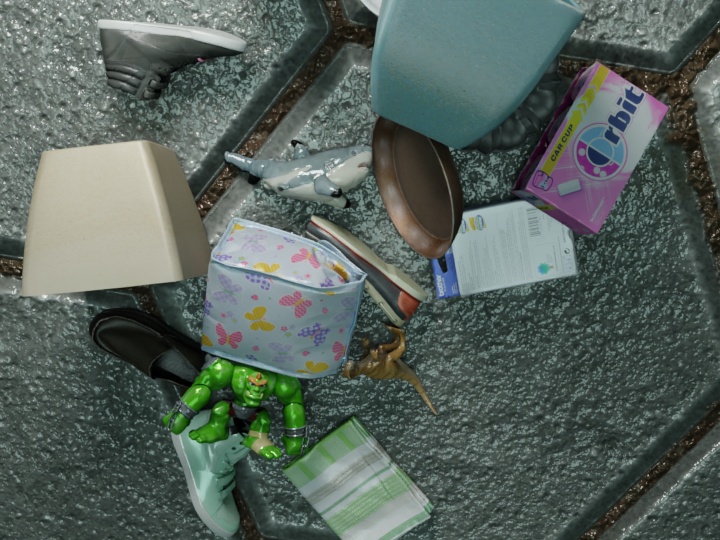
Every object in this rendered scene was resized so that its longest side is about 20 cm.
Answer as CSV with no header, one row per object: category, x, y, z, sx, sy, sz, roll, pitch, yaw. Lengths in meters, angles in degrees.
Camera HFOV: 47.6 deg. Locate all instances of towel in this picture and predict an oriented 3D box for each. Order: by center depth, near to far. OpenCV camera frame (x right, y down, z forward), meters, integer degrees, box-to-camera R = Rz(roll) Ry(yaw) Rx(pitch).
towel,-0.004,0.336,1.237,0.149,0.031,0.200,-39,100,9

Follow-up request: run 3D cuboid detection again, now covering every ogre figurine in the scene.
ogre figurine,-0.160,0.184,1.127,0.199,0.098,0.121,14,93,4

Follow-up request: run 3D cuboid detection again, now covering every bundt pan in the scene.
bundt pan,0.171,-0.246,1.063,0.201,0.076,0.203,0,104,0

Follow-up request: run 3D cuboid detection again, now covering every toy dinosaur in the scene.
toy dinosaur,0.042,0.134,1.165,0.199,0.060,0.107,19,88,-41

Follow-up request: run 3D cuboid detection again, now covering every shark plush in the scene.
shark plush,-0.084,-0.139,1.120,0.199,0.091,0.084,7,85,20

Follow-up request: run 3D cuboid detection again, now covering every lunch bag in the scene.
lunch bag,-0.100,0.043,1.097,0.199,0.127,0.170,16,127,5

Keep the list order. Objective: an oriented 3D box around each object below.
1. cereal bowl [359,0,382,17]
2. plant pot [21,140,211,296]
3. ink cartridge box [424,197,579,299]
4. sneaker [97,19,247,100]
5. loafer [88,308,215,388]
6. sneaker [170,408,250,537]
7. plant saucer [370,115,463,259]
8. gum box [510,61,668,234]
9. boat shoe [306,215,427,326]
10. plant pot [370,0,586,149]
cereal bowl,0.075,-0.403,1.020,0.199,0.083,0.201,0,105,1
plant pot,-0.315,-0.071,1.066,0.199,0.200,0.178,-5,93,3
ink cartridge box,0.194,-0.036,1.133,0.199,0.042,0.120,-11,102,1
sneaker,-0.246,-0.271,1.071,0.199,0.071,0.100,7,106,6
loafer,-0.295,0.114,1.165,0.199,0.071,0.073,21,104,-4
sneaker,-0.192,0.296,1.205,0.118,0.074,0.201,-18,101,12
plant saucer,0.076,-0.114,1.050,0.034,0.200,0.201,-21,104,-19
gum box,0.300,-0.162,1.066,0.113,0.066,0.201,30,88,-7
boat shoe,0.000,0.000,1.134,0.200,0.071,0.063,37,105,-12
plant pot,0.105,-0.258,0.924,0.195,0.196,0.201,22,117,-9
